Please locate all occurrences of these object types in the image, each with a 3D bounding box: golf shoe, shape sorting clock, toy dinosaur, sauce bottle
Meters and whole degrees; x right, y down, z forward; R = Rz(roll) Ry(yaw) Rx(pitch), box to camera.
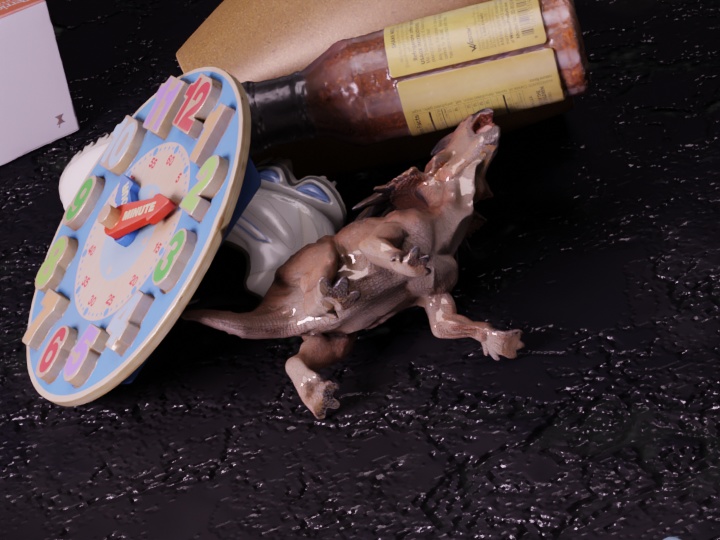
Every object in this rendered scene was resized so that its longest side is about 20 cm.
[{"bbox_3d":[-0.106,-0.023,1.392,0.200,0.078,0.097,9,41,34],"label":"golf shoe"},{"bbox_3d":[-0.123,-0.021,1.316,0.200,0.039,0.200,-39,31,30],"label":"shape sorting clock"},{"bbox_3d":[0.000,0.000,1.302,0.199,0.086,0.136,-21,30,-7],"label":"toy dinosaur"},{"bbox_3d":[0.026,-0.107,1.359,0.199,0.066,0.066,-11,29,7],"label":"sauce bottle"}]

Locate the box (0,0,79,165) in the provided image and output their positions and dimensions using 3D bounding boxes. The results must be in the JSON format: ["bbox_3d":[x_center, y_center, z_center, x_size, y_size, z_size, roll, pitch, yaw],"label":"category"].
[{"bbox_3d":[-0.293,-0.141,1.637,0.124,0.098,0.200,-26,32,-24],"label":"box"}]

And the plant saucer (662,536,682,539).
[{"bbox_3d":[0.167,0.171,1.006,0.070,0.019,0.200,-27,32,-24],"label":"plant saucer"}]

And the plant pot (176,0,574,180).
[{"bbox_3d":[-0.002,-0.135,1.464,0.200,0.187,0.186,-27,30,0],"label":"plant pot"}]
